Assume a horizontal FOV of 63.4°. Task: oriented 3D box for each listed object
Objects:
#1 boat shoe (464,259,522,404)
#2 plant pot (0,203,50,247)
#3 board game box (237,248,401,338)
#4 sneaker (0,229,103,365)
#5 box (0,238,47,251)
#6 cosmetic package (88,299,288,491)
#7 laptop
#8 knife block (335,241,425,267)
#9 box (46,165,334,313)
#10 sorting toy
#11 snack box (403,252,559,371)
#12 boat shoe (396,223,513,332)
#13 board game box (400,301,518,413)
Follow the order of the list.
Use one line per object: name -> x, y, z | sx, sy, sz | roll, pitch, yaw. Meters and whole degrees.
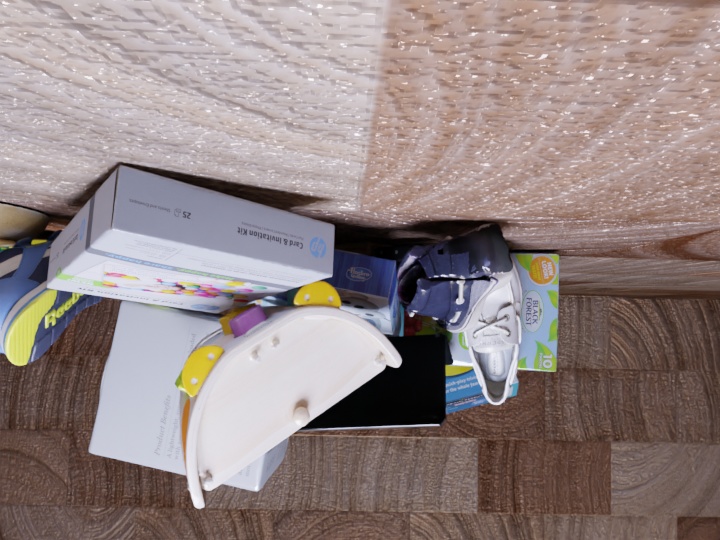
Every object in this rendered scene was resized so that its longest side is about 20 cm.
boat shoe -> 0.149, 0.064, 0.651 | 0.068, 0.205, 0.070 | -6, -148, 18
plant pot -> -0.378, -0.041, 0.504 | 0.192, 0.029, 0.200 | 2, 177, 0
board game box -> -0.054, 0.027, 0.635 | 0.193, 0.045, 0.200 | 11, 159, 9
sneaker -> -0.286, 0.003, 0.531 | 0.080, 0.076, 0.201 | 16, -158, -1
box -> -0.392, -0.014, 0.699 | 0.113, 0.050, 0.199 | 0, 179, 22
cosmetic package -> -0.180, 0.138, 0.695 | 0.193, 0.171, 0.165 | 12, 175, 4
laptop -> 0.013, 0.130, 0.635 | 0.171, 0.107, 0.201 | -4, 158, 11
knife block -> 0.000, 0.000, 0.703 | 0.192, 0.067, 0.176 | 2, 176, -5
box -> -0.135, -0.009, 0.439 | 0.152, 0.043, 0.197 | 13, 163, -37
sorting toy -> -0.095, 0.075, 0.524 | 0.197, 0.110, 0.179 | -31, -163, -20
snack box -> 0.154, 0.050, 0.759 | 0.193, 0.148, 0.053 | 2, 179, 13
boat shoe -> 0.074, 0.017, 0.573 | 0.089, 0.077, 0.201 | -11, 158, -9
board game box -> 0.122, 0.095, 0.835 | 0.146, 0.205, 0.047 | -14, 146, 1
